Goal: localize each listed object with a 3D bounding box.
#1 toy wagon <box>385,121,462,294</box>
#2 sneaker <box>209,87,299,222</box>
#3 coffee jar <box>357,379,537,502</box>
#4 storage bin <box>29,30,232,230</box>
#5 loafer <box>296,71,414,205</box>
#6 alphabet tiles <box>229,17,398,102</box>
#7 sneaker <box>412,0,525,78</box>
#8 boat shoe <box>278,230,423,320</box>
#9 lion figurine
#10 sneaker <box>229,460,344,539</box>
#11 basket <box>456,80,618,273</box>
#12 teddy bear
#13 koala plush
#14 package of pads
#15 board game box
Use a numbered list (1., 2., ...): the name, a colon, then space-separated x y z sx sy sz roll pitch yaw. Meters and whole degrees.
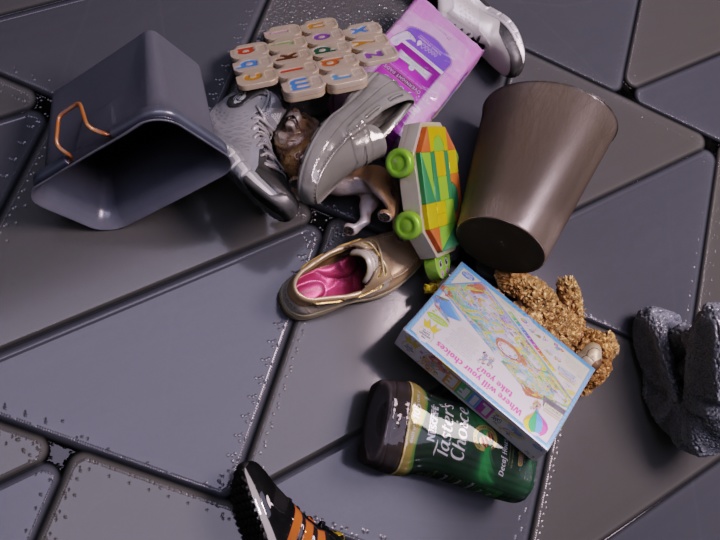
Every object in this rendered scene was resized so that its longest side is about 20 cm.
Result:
1. toy wagon: 0.087 -0.074 0.864 0.155 0.039 0.204 -20 103 -60
2. sneaker: -0.111 -0.149 0.818 0.115 0.075 0.200 -44 60 -8
3. coffee jar: 0.098 0.191 0.816 0.197 0.085 0.106 15 70 -10
4. storage bin: -0.253 -0.154 0.765 0.198 0.145 0.136 -23 64 23
5. loafer: -0.004 -0.147 0.804 0.069 0.070 0.201 25 61 13
6. alphabet tiles: -0.058 -0.259 0.872 0.192 0.015 0.201 -13 41 -7
7. sneaker: 0.147 -0.337 0.995 0.080 0.074 0.201 -34 77 -18
8. boat shoe: 0.000 0.000 0.853 0.198 0.069 0.075 -26 82 -20
9. lion figurine: -0.023 -0.114 0.869 0.198 0.073 0.123 27 47 -3
10. sneaker: -0.064 0.285 0.762 0.089 0.070 0.202 -22 81 -35
11. basket: 0.201 -0.111 0.888 0.178 0.136 0.202 11 61 32
12. teddy bear: 0.233 0.071 0.898 0.144 0.067 0.201 -33 84 -19
13. koala plush: 0.475 0.129 0.902 0.196 0.177 0.187 -3 86 -16
14. package of pads: 0.061 -0.250 0.940 0.120 0.076 0.201 37 68 1
15. board game box: 0.154 0.098 0.821 0.199 0.034 0.134 40 53 10
